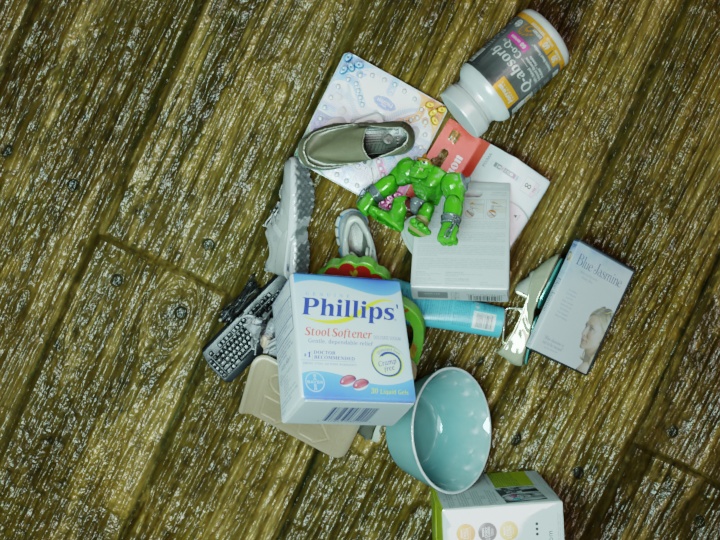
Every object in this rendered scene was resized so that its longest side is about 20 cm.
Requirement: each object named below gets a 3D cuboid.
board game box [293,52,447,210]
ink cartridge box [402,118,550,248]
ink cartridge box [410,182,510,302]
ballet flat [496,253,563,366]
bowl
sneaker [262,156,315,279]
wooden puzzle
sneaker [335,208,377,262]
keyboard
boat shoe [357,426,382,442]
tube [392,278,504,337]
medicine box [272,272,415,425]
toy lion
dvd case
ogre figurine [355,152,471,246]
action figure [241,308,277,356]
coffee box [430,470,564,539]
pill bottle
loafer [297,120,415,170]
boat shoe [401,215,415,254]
[{"bbox_3d":[0.017,-0.230,1.720,0.198,0.026,0.202,28,92,-3],"label":"board game box"},{"bbox_3d":[0.194,-0.133,1.727,0.198,0.057,0.164,32,92,-9],"label":"ink cartridge box"},{"bbox_3d":[0.166,-0.049,1.685,0.157,0.048,0.203,1,61,9],"label":"ink cartridge box"},{"bbox_3d":[0.281,0.060,1.740,0.068,0.069,0.203,19,94,-4],"label":"ballet flat"},{"bbox_3d":[0.116,0.263,1.698,0.199,0.104,0.205,8,78,-43],"label":"bowl"},{"bbox_3d":[-0.127,-0.086,1.698,0.081,0.074,0.204,6,92,23],"label":"sneaker"},{"bbox_3d":[-0.092,0.216,1.685,0.197,0.186,0.047,23,52,1],"label":"wooden puzzle"},{"bbox_3d":[0.000,0.000,1.707,0.074,0.087,0.204,-15,96,-4],"label":"sneaker"},{"bbox_3d":[-0.187,0.089,1.727,0.104,0.040,0.200,44,90,-5],"label":"keyboard"},{"bbox_3d":[0.018,0.216,1.682,0.059,0.203,0.073,16,54,3],"label":"boat shoe"},{"bbox_3d":[0.143,0.069,1.738,0.196,0.051,0.079,12,65,-2],"label":"tube"},{"bbox_3d":[-0.027,0.119,1.535,0.179,0.103,0.203,4,61,-21],"label":"medicine box"},{"bbox_3d":[0.013,0.073,1.682,0.196,0.069,0.195,13,116,6],"label":"toy lion"},{"bbox_3d":[0.373,0.063,1.735,0.141,0.017,0.203,24,92,-28],"label":"dvd case"},{"bbox_3d":[0.093,-0.118,1.654,0.098,0.199,0.121,39,74,-32],"label":"ogre figurine"},{"bbox_3d":[-0.096,0.107,1.631,0.197,0.131,0.070,20,127,0],"label":"action figure"},{"bbox_3d":[0.219,0.455,1.691,0.194,0.200,0.204,-3,94,-2],"label":"coffee box"},{"bbox_3d":[0.234,-0.319,1.682,0.200,0.116,0.117,-42,95,0],"label":"pill bottle"},{"bbox_3d":[-0.007,-0.210,1.671,0.196,0.070,0.077,-12,93,-2],"label":"loafer"},{"bbox_3d":[0.151,-0.015,1.724,0.200,0.060,0.076,43,91,13],"label":"boat shoe"}]
